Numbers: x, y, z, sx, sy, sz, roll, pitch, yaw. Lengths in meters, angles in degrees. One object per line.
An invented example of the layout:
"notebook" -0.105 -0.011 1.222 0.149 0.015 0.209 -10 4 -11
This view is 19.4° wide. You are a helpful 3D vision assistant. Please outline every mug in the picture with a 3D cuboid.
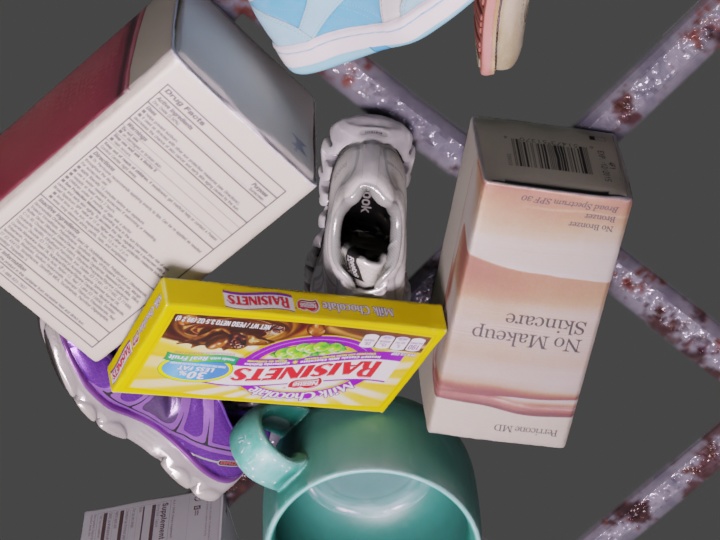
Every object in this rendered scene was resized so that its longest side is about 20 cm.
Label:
"mug" 0.003 0.149 1.460 0.151 0.115 0.186 -12 123 7

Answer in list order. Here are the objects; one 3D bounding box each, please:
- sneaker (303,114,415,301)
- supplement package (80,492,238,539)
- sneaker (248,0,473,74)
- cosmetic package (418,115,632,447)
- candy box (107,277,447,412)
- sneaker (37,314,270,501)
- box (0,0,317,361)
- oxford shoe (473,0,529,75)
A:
"sneaker" 0.000 0.000 1.384 0.075 0.081 0.201 -1 125 -2
"supplement package" -0.129 0.290 1.528 0.110 0.156 0.201 -11 123 6
"sneaker" -0.011 -0.194 1.222 0.199 0.080 0.131 -19 122 43
"cosmetic package" 0.105 0.009 1.386 0.103 0.087 0.201 5 124 -6
"candy box" -0.053 0.050 1.353 0.199 0.027 0.102 6 144 -27
"sneaker" -0.141 0.074 1.447 0.083 0.081 0.200 -44 125 9
"box" -0.139 -0.063 1.321 0.200 0.109 0.128 -37 117 21
"oxford shoe" 0.112 -0.204 1.255 0.073 0.071 0.201 7 124 -9
